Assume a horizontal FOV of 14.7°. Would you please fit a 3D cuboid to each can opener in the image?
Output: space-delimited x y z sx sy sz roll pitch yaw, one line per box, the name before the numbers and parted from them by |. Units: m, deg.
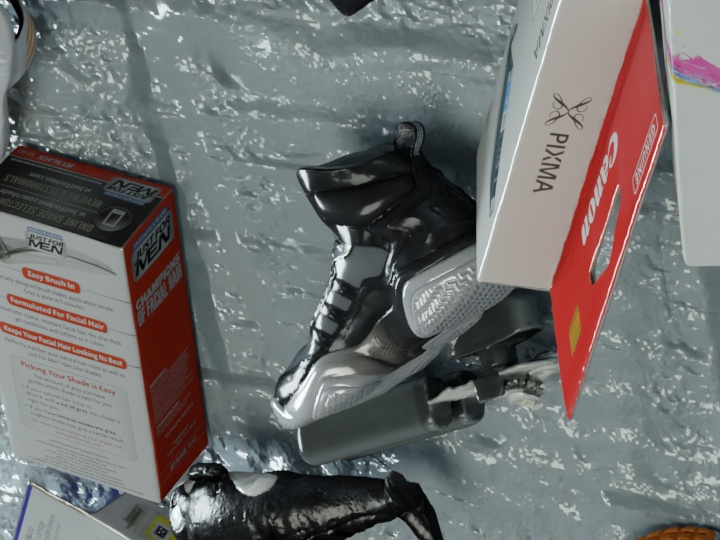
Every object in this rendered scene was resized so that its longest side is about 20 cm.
can opener | 0.041 0.063 1.555 0.200 0.052 0.067 -26 74 44

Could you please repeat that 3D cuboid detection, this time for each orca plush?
orca plush | -0.042 0.162 1.645 0.199 0.071 0.105 1 159 30

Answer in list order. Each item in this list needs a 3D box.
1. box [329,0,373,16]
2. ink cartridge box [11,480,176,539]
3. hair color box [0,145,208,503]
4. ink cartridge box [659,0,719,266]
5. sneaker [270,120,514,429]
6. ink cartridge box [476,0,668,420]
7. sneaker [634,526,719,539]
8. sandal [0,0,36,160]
box | 0.001 -0.257 1.222 0.200 0.123 0.198 47 139 6
ink cartridge box | -0.139 0.232 1.825 0.200 0.047 0.198 33 139 9
hair color box | -0.160 0.033 1.651 0.110 0.064 0.201 16 135 23
ink cartridge box | 0.171 -0.122 1.210 0.084 0.145 0.201 -5 127 7
sneaker | 0.000 0.000 1.485 0.200 0.075 0.114 -41 75 44
ink cartridge box | 0.095 -0.061 1.308 0.044 0.177 0.200 7 136 -7
sneaker | 0.224 0.204 1.524 0.199 0.076 0.092 10 135 30
sandal | -0.220 -0.129 1.561 0.079 0.059 0.207 25 158 3
